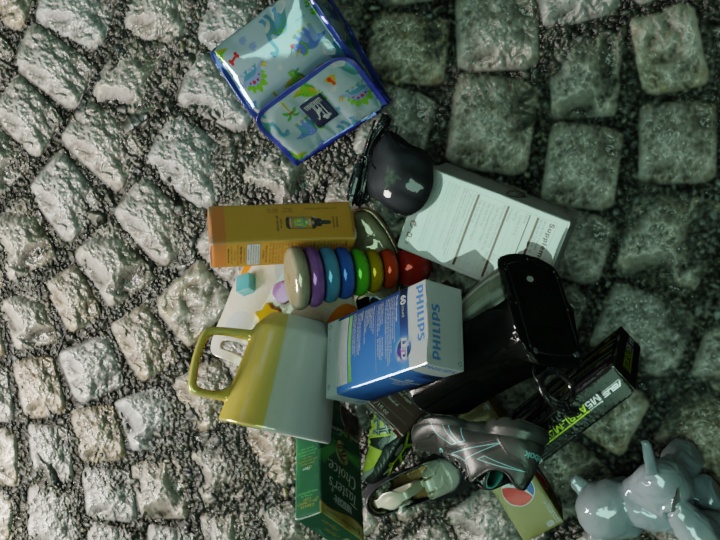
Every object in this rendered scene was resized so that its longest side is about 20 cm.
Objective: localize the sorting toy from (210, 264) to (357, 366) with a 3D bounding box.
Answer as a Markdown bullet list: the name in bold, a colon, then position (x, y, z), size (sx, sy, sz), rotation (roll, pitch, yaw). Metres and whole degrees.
- **sorting toy**: position (-0.124, 0.073, 1.310), size (0.199, 0.107, 0.181), rotation (33, 89, 12)

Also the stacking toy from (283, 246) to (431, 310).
- **stacking toy**: position (0.000, 0.000, 1.228), size (0.199, 0.085, 0.086), rotation (-7, 99, -17)

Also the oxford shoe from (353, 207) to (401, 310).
- **oxford shoe**: position (0.020, 0.010, 1.288), size (0.070, 0.074, 0.201), rotation (-16, 93, 24)

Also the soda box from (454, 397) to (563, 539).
- **soda box**: position (0.203, 0.268, 1.265), size (0.064, 0.068, 0.201), rotation (-32, 90, 12)

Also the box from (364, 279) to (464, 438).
- **box**: position (0.086, 0.122, 1.240), size (0.100, 0.075, 0.200), rotation (41, 79, 6)

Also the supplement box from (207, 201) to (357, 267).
- **supplement box**: position (-0.108, -0.049, 1.246), size (0.199, 0.069, 0.067), rotation (-3, 58, -9)

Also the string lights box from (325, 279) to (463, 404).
- **string lights box**: position (0.037, 0.092, 1.105), size (0.200, 0.059, 0.103), rotation (-26, 56, 48)

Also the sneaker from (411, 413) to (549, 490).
- **sneaker**: position (0.132, 0.219, 1.096), size (0.199, 0.075, 0.080), rotation (-9, 61, 48)

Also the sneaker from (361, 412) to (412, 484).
- **sneaker**: position (0.045, 0.214, 1.323), size (0.076, 0.075, 0.201), rotation (26, 94, 23)

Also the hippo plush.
- **hippo plush**: position (0.366, 0.317, 1.169), size (0.160, 0.200, 0.160), rotation (-33, 66, 29)

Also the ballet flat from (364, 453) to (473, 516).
- **ballet flat**: position (0.090, 0.313, 1.322), size (0.199, 0.073, 0.073), rotation (-24, 91, 22)

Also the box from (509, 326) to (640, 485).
- **box**: position (0.267, 0.169, 1.166), size (0.200, 0.193, 0.048), rotation (-44, 83, 20)

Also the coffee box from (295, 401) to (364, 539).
- **coffee box**: position (-0.043, 0.275, 1.281), size (0.044, 0.201, 0.123), rotation (-21, 136, 21)

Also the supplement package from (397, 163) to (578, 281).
- **supplement package**: position (0.170, -0.053, 1.200), size (0.199, 0.117, 0.118), rotation (23, 104, 14)

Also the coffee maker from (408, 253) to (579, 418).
- **coffee maker**: position (0.149, 0.103, 1.090), size (0.134, 0.193, 0.200), rotation (29, 138, -23)

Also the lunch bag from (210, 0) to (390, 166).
- **lunch bag**: position (-0.079, -0.269, 1.255), size (0.170, 0.128, 0.200), rotation (-30, 102, 20)

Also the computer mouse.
- **computer mouse**: position (0.030, -0.131, 1.203), size (0.052, 0.200, 0.139), rotation (13, 103, -26)

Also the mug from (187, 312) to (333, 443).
- **mug**: position (-0.110, 0.134, 1.191), size (0.149, 0.186, 0.154), rotation (0, 73, 48)
